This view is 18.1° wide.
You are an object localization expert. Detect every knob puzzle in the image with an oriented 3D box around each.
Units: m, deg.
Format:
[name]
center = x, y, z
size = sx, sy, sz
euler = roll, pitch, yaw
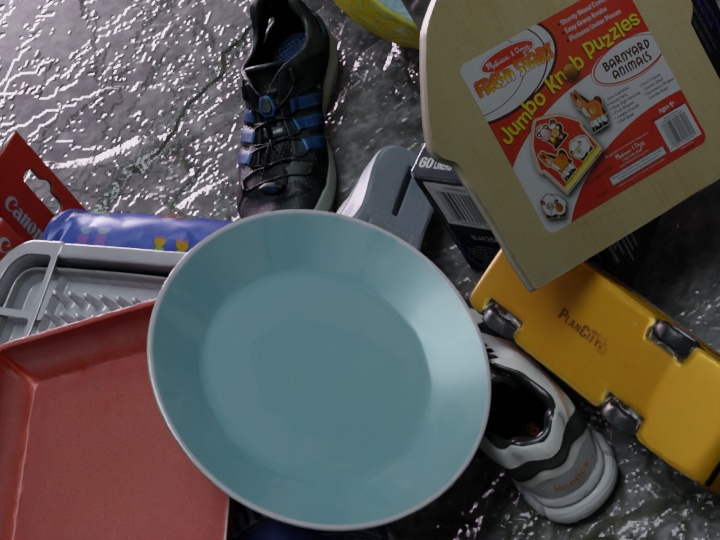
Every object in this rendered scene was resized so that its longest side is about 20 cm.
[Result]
[knob puzzle]
center = 0.112, -0.113, 1.309
size = 0.220, 0.219, 0.030
euler = -59, 13, -20

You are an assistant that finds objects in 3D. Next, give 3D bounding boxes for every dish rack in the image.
[dish rack]
center = -0.176, 0.069, 1.433
size = 0.199, 0.044, 0.173
euler = 4, 65, 40

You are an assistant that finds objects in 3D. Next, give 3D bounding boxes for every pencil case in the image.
[pencil case]
center = -0.120, 0.007, 1.502
size = 0.199, 0.078, 0.088
euler = 6, 90, 31

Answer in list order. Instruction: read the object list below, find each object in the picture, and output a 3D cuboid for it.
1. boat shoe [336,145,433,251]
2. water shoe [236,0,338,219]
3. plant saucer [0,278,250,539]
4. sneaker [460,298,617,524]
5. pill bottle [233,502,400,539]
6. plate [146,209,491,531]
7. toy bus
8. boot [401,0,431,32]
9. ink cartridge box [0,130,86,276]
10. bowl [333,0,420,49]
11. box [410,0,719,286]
[boat shoe]
center = 0.000, 0.000, 1.423
size = 0.062, 0.072, 0.200
euler = -55, 4, 40
[water shoe]
center = -0.061, -0.104, 1.549
size = 0.071, 0.079, 0.201
euler = -14, 51, 20
[plant saucer]
center = -0.143, 0.118, 1.323
size = 0.199, 0.037, 0.201
euler = -16, 54, 29
[sneaker]
center = 0.078, 0.063, 1.348
size = 0.074, 0.080, 0.200
euler = -43, 45, -4
[pill bottle]
center = -0.040, 0.139, 1.333
size = 0.111, 0.111, 0.201
euler = -26, 47, 10
[plate]
center = -0.024, 0.057, 1.278
size = 0.199, 0.026, 0.201
euler = 7, 59, -12
[toy bus]
center = 0.155, 0.049, 1.304
size = 0.200, 0.078, 0.065
euler = 39, 100, 40
[boot]
center = 0.044, -0.177, 1.368
size = 0.068, 0.131, 0.200
euler = -35, 44, 3
[ink cartridge box]
center = -0.247, 0.018, 1.541
size = 0.050, 0.109, 0.201
euler = 15, 65, 39
[bowl]
center = 0.036, -0.229, 1.555
size = 0.108, 0.199, 0.201
euler = -43, 24, 60
[box]
center = 0.136, -0.103, 1.421
size = 0.122, 0.106, 0.201
euler = 9, 61, 33
